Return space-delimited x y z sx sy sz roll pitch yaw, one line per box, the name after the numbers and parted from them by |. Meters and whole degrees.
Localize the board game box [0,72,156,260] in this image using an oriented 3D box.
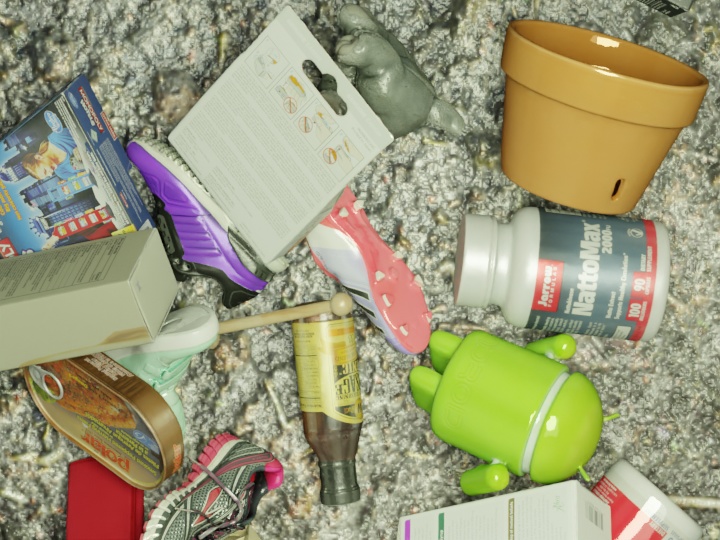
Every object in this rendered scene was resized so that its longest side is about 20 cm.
-0.315 -0.061 1.611 0.198 0.062 0.201 -19 110 20 | board game box

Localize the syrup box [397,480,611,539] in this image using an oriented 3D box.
0.137 0.268 1.593 0.198 0.079 0.082 -16 55 30 | syrup box

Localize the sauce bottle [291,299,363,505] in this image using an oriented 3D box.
-0.029 0.131 1.646 0.065 0.066 0.202 -7 95 -1 | sauce bottle

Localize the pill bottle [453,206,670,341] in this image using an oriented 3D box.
0.194 0.001 1.616 0.198 0.120 0.121 6 93 -2 | pill bottle

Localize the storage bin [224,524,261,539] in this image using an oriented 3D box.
-0.163 0.353 1.582 0.198 0.200 0.094 -38 95 0 | storage bin

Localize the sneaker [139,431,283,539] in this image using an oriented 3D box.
-0.148 0.238 1.587 0.074 0.081 0.201 17 50 22 | sneaker

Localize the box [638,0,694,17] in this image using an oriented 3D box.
0.297 -0.373 1.620 0.140 0.079 0.201 26 92 -6 | box

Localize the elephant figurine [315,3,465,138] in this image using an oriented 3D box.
-0.034 -0.150 1.613 0.200 0.156 0.141 -43 136 11 | elephant figurine

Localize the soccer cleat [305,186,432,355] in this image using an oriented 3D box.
0.000 0.000 1.627 0.066 0.076 0.201 -28 83 -44 | soccer cleat

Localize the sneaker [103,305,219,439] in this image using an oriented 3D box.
-0.178 0.107 1.594 0.074 0.200 0.119 -33 98 -39 | sneaker

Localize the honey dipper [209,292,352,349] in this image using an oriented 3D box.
-0.098 0.050 1.617 0.198 0.038 0.038 -10 93 21 | honey dipper

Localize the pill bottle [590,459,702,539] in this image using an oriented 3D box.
0.235 0.296 1.635 0.112 0.112 0.200 40 91 -3 | pill bottle

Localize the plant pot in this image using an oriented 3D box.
0.217 -0.144 1.583 0.198 0.200 0.141 15 108 -2 | plant pot

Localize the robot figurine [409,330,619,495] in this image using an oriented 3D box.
0.147 0.133 1.607 0.198 0.116 0.176 22 66 18 | robot figurine

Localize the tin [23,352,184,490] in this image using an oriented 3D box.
-0.248 0.135 1.598 0.199 0.042 0.113 31 132 27 | tin

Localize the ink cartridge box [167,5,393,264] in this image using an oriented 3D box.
-0.071 -0.128 1.547 0.200 0.050 0.163 -42 84 31 | ink cartridge box

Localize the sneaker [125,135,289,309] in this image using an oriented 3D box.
-0.173 -0.041 1.630 0.200 0.070 0.100 44 97 -1 | sneaker

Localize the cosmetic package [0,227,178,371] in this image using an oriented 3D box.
-0.282 0.030 1.555 0.198 0.106 0.072 -10 118 17 | cosmetic package

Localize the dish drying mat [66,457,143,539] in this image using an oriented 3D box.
-0.248 0.260 1.598 0.076 0.201 0.018 -8 136 0 | dish drying mat
